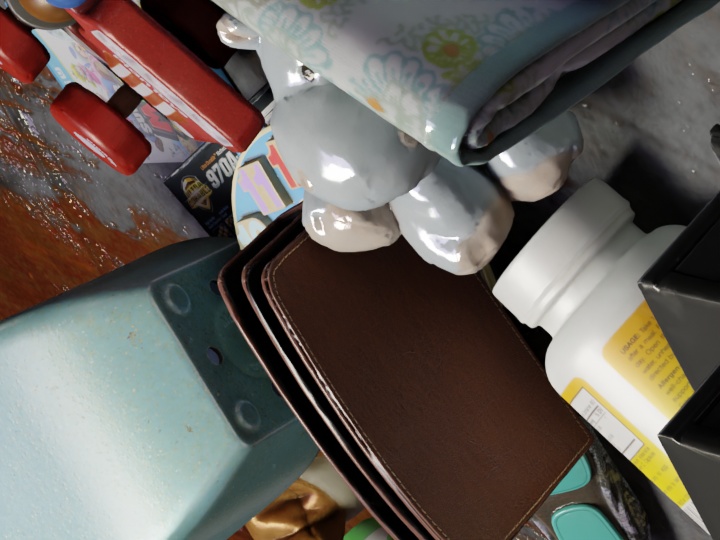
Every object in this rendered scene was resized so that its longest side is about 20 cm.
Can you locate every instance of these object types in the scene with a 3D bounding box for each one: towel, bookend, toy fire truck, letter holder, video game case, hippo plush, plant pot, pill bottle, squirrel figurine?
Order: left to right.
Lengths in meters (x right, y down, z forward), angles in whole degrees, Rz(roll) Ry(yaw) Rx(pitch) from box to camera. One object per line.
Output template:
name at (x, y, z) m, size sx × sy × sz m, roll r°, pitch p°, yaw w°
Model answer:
toy fire truck at (-0.148, -0.144, 1.442) m, size 0.200 × 0.112 × 0.168 m, roll 42°, pitch 172°, yaw -14°
video game case at (-0.151, -0.132, 1.645) m, size 0.200 × 0.018 × 0.143 m, roll 3°, pitch 132°, yaw 58°
plant pot at (-0.132, 0.084, 1.552) m, size 0.200 × 0.196 × 0.196 m, roll -35°, pitch 85°, yaw 35°
squirrel figurine at (-0.067, 0.083, 1.704) m, size 0.200 × 0.141 × 0.187 m, roll 10°, pitch 131°, yaw 50°
letter holder at (0.008, 0.065, 1.344) m, size 0.100 × 0.142 × 0.200 m, roll -27°, pitch 102°, yaw 44°
hippo plush at (0.024, -0.101, 1.199) m, size 0.161 × 0.159 × 0.201 m, roll 25°, pitch -125°, yaw -78°
towel at (0.048, -0.135, 1.099) m, size 0.171 × 0.200 × 0.048 m, roll 33°, pitch 140°, yaw 31°
pill bottle at (0.168, 0.049, 1.285) m, size 0.200 × 0.113 × 0.113 m, roll 43°, pitch 156°, yaw 8°
bookend at (0.194, 0.040, 1.123) m, size 0.200 × 0.199 × 0.092 m, roll 15°, pitch 143°, yaw 51°

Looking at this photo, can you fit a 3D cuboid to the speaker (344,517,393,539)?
speaker at (0.064, 0.271, 1.836) m, size 0.200 × 0.088 × 0.089 m, roll 36°, pitch 154°, yaw 22°

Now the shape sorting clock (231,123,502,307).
shape sorting clock at (0.000, 0.000, 1.435) m, size 0.200 × 0.039 × 0.201 m, roll 28°, pitch 135°, yaw 32°

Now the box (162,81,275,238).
box at (-0.023, -0.039, 1.519) m, size 0.159 × 0.046 × 0.200 m, roll 48°, pitch 149°, yaw -3°

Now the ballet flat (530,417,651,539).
ballet flat at (0.124, 0.122, 1.520) m, size 0.072 × 0.072 × 0.201 m, roll 21°, pitch 154°, yaw 44°

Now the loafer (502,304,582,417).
loafer at (0.109, 0.033, 1.429) m, size 0.200 × 0.073 × 0.072 m, roll 13°, pitch 115°, yaw 49°
